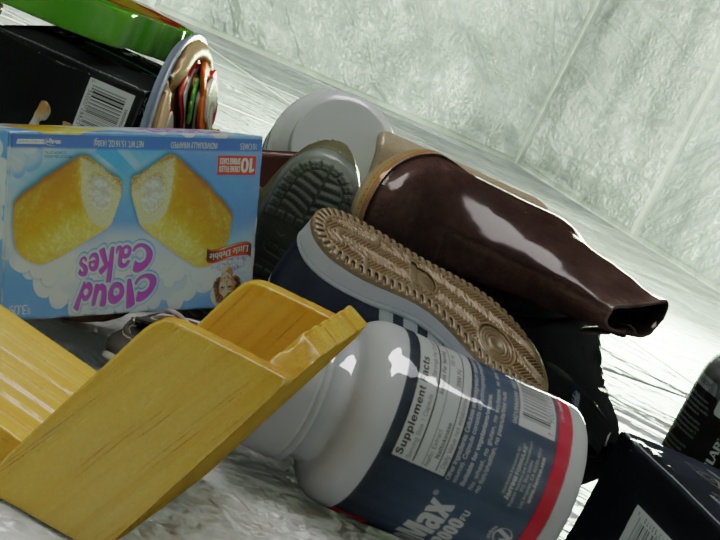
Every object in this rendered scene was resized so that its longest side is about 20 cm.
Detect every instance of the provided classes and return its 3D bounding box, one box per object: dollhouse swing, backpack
[{"bbox_3d":[-0.129,0.030,1.021,0.176,0.182,0.200,48,12,4],"label":"dollhouse swing"},{"bbox_3d":[0.081,0.074,1.389,0.199,0.127,0.168,17,45,-36],"label":"backpack"}]

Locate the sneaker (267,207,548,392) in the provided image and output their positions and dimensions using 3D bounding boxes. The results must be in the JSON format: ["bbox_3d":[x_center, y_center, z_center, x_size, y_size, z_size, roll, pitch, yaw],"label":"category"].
[{"bbox_3d":[0.020,0.049,1.266,0.199,0.109,0.070,33,31,-19],"label":"sneaker"}]

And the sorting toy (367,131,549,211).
[{"bbox_3d":[0.058,0.009,1.580,0.184,0.201,0.036,21,-11,-32],"label":"sorting toy"}]

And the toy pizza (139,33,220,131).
[{"bbox_3d":[-0.132,-0.073,1.427,0.032,0.202,0.200,13,8,6],"label":"toy pizza"}]

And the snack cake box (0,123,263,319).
[{"bbox_3d":[-0.159,-0.032,1.226,0.199,0.116,0.067,-3,9,-44],"label":"snack cake box"}]

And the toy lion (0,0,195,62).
[{"bbox_3d":[-0.210,-0.196,1.412,0.191,0.069,0.200,22,8,-17],"label":"toy lion"}]

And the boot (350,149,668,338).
[{"bbox_3d":[0.103,-0.013,1.296,0.166,0.073,0.200,31,14,33],"label":"boot"}]

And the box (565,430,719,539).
[{"bbox_3d":[0.252,0.215,1.200,0.199,0.118,0.197,23,10,-20],"label":"box"}]

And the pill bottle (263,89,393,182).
[{"bbox_3d":[-0.027,-0.095,1.658,0.111,0.112,0.200,26,-4,-5],"label":"pill bottle"}]

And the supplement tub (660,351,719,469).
[{"bbox_3d":[0.275,0.143,1.396,0.122,0.201,0.123,26,10,-5],"label":"supplement tub"}]

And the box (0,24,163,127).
[{"bbox_3d":[-0.214,-0.094,1.452,0.124,0.149,0.200,24,9,4],"label":"box"}]

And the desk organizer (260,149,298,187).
[{"bbox_3d":[-0.074,-0.062,1.515,0.076,0.072,0.200,2,5,-10],"label":"desk organizer"}]

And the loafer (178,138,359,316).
[{"bbox_3d":[-0.057,-0.014,1.336,0.075,0.200,0.070,38,31,-7],"label":"loafer"}]

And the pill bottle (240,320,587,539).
[{"bbox_3d":[0.026,0.100,1.184,0.199,0.120,0.120,24,10,-16],"label":"pill bottle"}]

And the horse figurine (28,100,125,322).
[{"bbox_3d":[-0.195,-0.020,1.274,0.050,0.133,0.200,20,-12,44],"label":"horse figurine"}]

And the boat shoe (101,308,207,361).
[{"bbox_3d":[-0.107,0.045,1.224,0.067,0.057,0.200,24,0,15],"label":"boat shoe"}]
